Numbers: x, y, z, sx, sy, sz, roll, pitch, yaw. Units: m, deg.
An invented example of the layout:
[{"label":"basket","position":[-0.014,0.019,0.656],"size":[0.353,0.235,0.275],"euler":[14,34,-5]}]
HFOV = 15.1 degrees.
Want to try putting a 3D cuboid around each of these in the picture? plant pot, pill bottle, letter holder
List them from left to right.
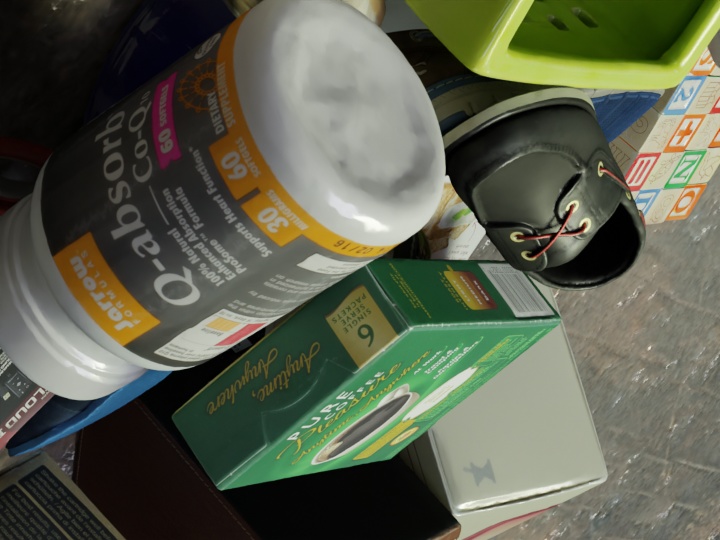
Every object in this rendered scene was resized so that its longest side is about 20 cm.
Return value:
[{"label":"pill bottle","position":[-0.069,-0.026,1.164],"size":[0.199,0.117,0.116],"euler":[-32,165,35]},{"label":"letter holder","position":[-0.057,0.133,1.467],"size":[0.100,0.200,0.143],"euler":[-24,146,-32]},{"label":"plant pot","position":[0.091,-0.215,1.243],"size":[0.199,0.181,0.200],"euler":[0,127,-56]}]

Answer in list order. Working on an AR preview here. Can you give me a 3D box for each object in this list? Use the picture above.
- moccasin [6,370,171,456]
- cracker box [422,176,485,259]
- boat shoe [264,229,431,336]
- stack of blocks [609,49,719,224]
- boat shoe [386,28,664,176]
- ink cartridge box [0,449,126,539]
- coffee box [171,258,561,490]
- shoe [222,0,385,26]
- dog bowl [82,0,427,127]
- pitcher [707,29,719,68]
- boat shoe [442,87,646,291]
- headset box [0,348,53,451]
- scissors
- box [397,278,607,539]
[{"label":"moccasin","position":[-0.132,0.034,1.349],"size":[0.080,0.068,0.200],"euler":[-27,175,-39]},{"label":"cracker box","position":[0.034,-0.060,1.508],"size":[0.201,0.058,0.134],"euler":[-56,153,18]},{"label":"boat shoe","position":[0.000,0.000,1.346],"size":[0.059,0.072,0.201],"euler":[-28,153,-28]},{"label":"stack of blocks","position":[0.202,-0.125,1.670],"size":[0.115,0.059,0.201],"euler":[-7,133,-53]},{"label":"boat shoe","position":[0.076,-0.095,1.316],"size":[0.072,0.073,0.199],"euler":[-42,160,31]},{"label":"ink cartridge box","position":[-0.167,0.218,1.422],"size":[0.075,0.165,0.200],"euler":[-32,163,-42]},{"label":"coffee box","position":[0.007,0.044,1.262],"size":[0.123,0.044,0.200],"euler":[-40,166,20]},{"label":"shoe","position":[-0.031,-0.132,1.148],"size":[0.054,0.070,0.200],"euler":[-63,158,-16]},{"label":"dog bowl","position":[-0.039,-0.081,1.345],"size":[0.200,0.079,0.201],"euler":[-36,152,-22]},{"label":"pitcher","position":[0.250,-0.207,1.468],"size":[0.172,0.120,0.202],"euler":[-35,135,-71]},{"label":"boat shoe","position":[0.090,-0.036,1.274],"size":[0.073,0.063,0.201],"euler":[-26,163,11]},{"label":"headset box","position":[-0.232,0.053,1.240],"size":[0.149,0.075,0.200],"euler":[-45,154,-5]},{"label":"scissors","position":[-0.089,-0.038,1.252],"size":[0.073,0.198,0.014],"euler":[73,20,-45]},{"label":"box","position":[0.029,0.094,1.528],"size":[0.108,0.129,0.200],"euler":[-8,166,-33]}]
